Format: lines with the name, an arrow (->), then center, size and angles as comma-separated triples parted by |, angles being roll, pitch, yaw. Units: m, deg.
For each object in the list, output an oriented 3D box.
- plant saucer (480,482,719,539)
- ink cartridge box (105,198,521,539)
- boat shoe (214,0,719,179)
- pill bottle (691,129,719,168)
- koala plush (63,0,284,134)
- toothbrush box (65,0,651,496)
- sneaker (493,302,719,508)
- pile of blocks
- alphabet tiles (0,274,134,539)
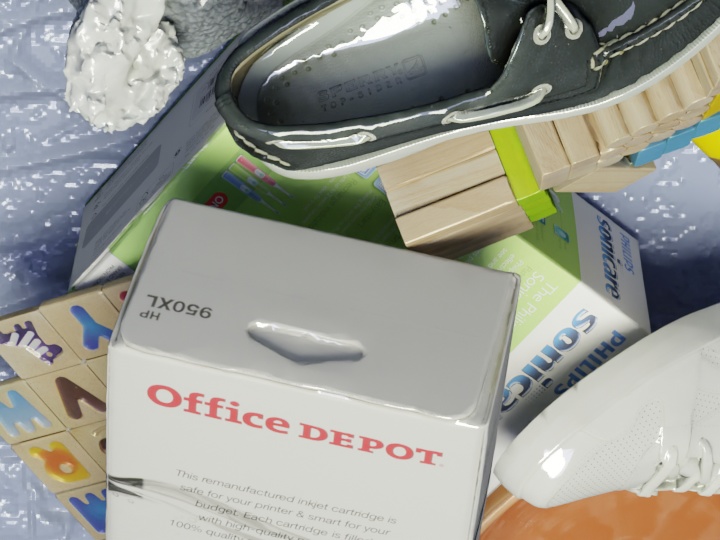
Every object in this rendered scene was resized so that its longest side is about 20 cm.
plant saucer -> 0.118, 0.140, 1.262 | 0.200, 0.032, 0.200 | -10, 130, -13
ink cartridge box -> -0.022, 0.079, 1.105 | 0.145, 0.084, 0.200 | 12, 138, 5
boat shoe -> 0.045, -0.084, 0.979 | 0.200, 0.060, 0.076 | -26, 78, 8
pill bottle -> 0.135, -0.122, 1.099 | 0.109, 0.109, 0.200 | -40, 112, 19
koala plush -> -0.060, -0.163, 1.045 | 0.184, 0.177, 0.200 | 16, 127, -13
toothbrush box -> 0.000, 0.000, 1.178 | 0.200, 0.086, 0.146 | 36, 115, -17
sneaker -> 0.161, 0.076, 1.156 | 0.200, 0.116, 0.074 | -24, 160, -27
pile of blocks -> 0.088, -0.069, 1.060 | 0.200, 0.082, 0.062 | -28, 76, 29
alphabet tiles -> -0.066, 0.078, 1.185 | 0.166, 0.006, 0.200 | -16, 128, 30
